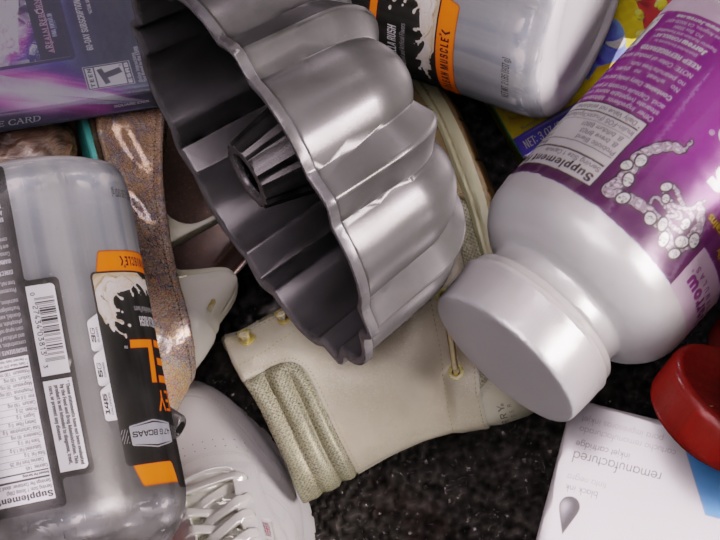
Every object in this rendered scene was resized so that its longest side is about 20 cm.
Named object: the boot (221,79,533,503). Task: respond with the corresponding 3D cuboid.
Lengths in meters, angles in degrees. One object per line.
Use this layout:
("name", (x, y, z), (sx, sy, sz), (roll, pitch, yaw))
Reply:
("boot", (0.000, 0.000, 1.405), (0.154, 0.072, 0.200), (-23, 74, 5))

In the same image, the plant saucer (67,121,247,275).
("plant saucer", (-0.129, -0.061, 1.457), (0.200, 0.034, 0.201), (-2, 75, 7))

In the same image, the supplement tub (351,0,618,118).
("supplement tub", (0.020, -0.158, 1.368), (0.200, 0.123, 0.123), (19, 79, 17))

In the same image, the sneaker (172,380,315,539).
("sneaker", (-0.058, 0.142, 1.372), (0.076, 0.081, 0.200), (-22, 72, 4))

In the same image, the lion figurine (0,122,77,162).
("lion figurine", (-0.223, -0.110, 1.431), (0.122, 0.073, 0.200), (-19, 69, -6))

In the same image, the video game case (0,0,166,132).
("video game case", (-0.208, -0.121, 1.397), (0.199, 0.019, 0.143), (-9, 53, -13))

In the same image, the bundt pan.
("bundt pan", (-0.022, -0.061, 1.294), (0.076, 0.202, 0.202), (-32, 73, -14))

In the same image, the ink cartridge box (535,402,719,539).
("ink cartridge box", (0.132, 0.174, 1.341), (0.115, 0.067, 0.201), (13, 78, 10))

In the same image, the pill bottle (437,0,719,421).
("pill bottle", (0.130, -0.029, 1.322), (0.112, 0.112, 0.200), (38, 74, 15))

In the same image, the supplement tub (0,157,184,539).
("supplement tub", (-0.147, 0.058, 1.269), (0.122, 0.123, 0.201), (-12, 85, 5))

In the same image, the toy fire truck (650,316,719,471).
("toy fire truck", (0.242, 0.054, 1.303), (0.168, 0.200, 0.112), (41, 119, 10))

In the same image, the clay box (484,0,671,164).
("clay box", (0.085, -0.160, 1.443), (0.115, 0.048, 0.200), (-30, 74, 1))

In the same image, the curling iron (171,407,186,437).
("curling iron", (-0.164, 0.023, 1.358), (0.200, 0.026, 0.050), (36, 120, 20))

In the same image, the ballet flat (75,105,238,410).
("ballet flat", (-0.095, -0.010, 1.391), (0.067, 0.068, 0.201), (-7, 77, -10))
